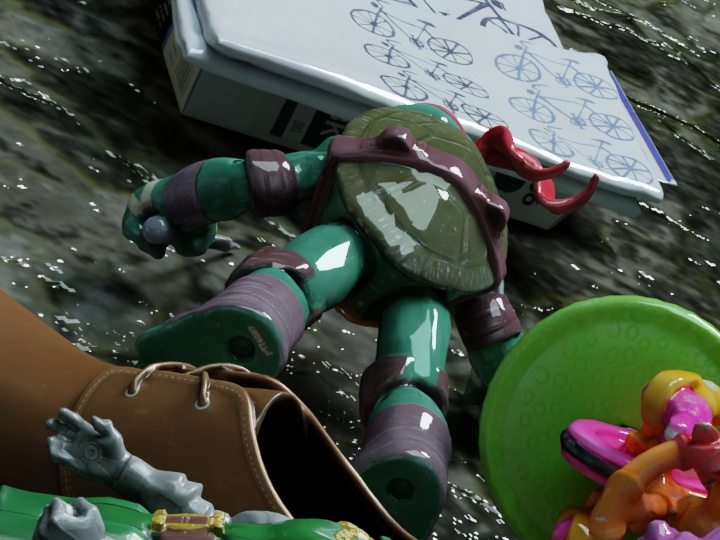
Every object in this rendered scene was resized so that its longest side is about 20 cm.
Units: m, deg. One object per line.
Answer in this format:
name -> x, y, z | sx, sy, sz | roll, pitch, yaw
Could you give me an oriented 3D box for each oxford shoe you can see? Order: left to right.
oxford shoe -> -0.051, 0.047, 0.748 | 0.200, 0.071, 0.071 | 34, 26, 19

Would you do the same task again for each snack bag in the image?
snack bag -> 0.012, -0.099, 1.072 | 0.188, 0.021, 0.200 | 18, 26, -19

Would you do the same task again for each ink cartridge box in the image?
ink cartridge box -> 0.019, -0.069, 1.091 | 0.199, 0.039, 0.100 | 16, 26, -21

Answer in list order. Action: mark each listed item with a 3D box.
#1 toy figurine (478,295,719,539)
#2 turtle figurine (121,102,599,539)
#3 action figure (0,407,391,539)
toy figurine -> 0.120, 0.079, 0.713 | 0.199, 0.151, 0.184 | 24, 7, 3
turtle figurine -> 0.000, 0.000, 0.870 | 0.149, 0.101, 0.200 | 27, 30, -2
action figure -> -0.062, 0.066, 0.620 | 0.199, 0.055, 0.118 | 5, 13, -3
